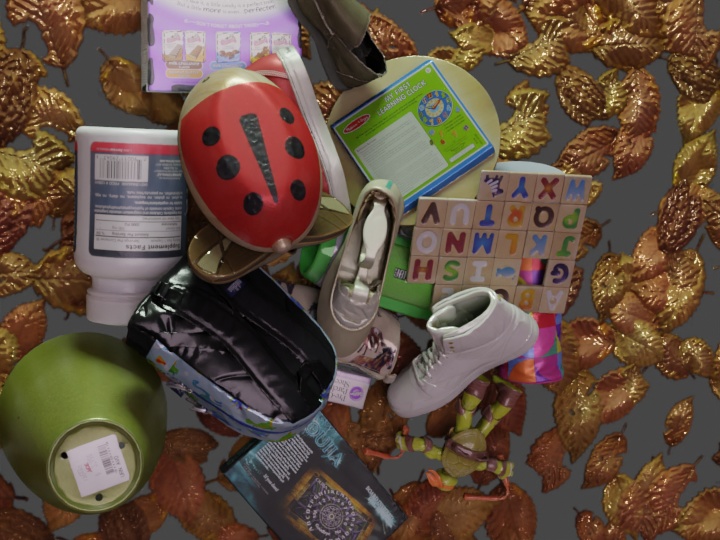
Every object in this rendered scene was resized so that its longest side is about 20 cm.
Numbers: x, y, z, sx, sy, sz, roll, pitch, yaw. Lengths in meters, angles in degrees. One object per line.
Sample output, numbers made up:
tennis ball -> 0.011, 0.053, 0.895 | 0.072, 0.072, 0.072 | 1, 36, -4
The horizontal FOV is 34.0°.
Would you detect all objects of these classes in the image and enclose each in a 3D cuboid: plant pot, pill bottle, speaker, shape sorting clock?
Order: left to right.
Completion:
plant pot -> -0.279, 0.172, 1.213 | 0.186, 0.200, 0.189 | -2, 97, -16
pill bottle -> -0.242, -0.048, 1.241 | 0.119, 0.120, 0.202 | 1, 97, -17
speaker -> 0.034, 0.000, 1.349 | 0.199, 0.088, 0.089 | 17, 91, -18
shape sorting clock -> 0.058, -0.146, 1.323 | 0.198, 0.039, 0.202 | -1, 79, 6

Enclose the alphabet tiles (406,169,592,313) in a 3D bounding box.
alphabet tiles -> 0.152, -0.030, 1.311 | 0.198, 0.008, 0.168 | 1, 113, -16

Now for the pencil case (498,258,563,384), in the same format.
pencil case -> 0.204, 0.034, 1.407 | 0.088, 0.088, 0.202 | -2, 99, -16

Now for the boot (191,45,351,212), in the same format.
boot -> -0.099, -0.120, 1.255 | 0.143, 0.072, 0.201 | -25, 113, -3

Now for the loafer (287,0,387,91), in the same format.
loafer -> -0.021, -0.277, 1.262 | 0.200, 0.069, 0.076 | 59, 41, -49

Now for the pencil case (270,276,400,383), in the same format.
pencil case -> -0.047, 0.068, 1.334 | 0.199, 0.078, 0.090 | 16, 72, -18

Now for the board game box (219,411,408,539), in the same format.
board game box -> -0.052, 0.262, 1.383 | 0.135, 0.028, 0.200 | -40, 105, -9

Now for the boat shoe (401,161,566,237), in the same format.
boat shoe -> 0.142, -0.066, 1.357 | 0.200, 0.075, 0.087 | -9, 133, 0

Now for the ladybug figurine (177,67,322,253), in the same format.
ladybug figurine -> -0.104, -0.112, 1.143 | 0.135, 0.072, 0.201 | -20, 76, -17

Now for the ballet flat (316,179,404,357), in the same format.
ballet flat -> 0.000, 0.000, 1.260 | 0.069, 0.069, 0.202 | 13, 95, -18

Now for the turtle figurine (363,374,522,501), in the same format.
turtle figurine -> 0.116, 0.198, 1.394 | 0.199, 0.064, 0.162 | 21, 101, -16

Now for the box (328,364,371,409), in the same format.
box -> -0.087, 0.115, 1.349 | 0.199, 0.039, 0.042 | 16, 94, -18

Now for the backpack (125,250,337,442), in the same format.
backpack -> -0.118, 0.082, 1.199 | 0.199, 0.154, 0.164 | 29, 54, 8

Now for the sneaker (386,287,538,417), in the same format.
sneaker -> 0.089, 0.086, 1.327 | 0.199, 0.074, 0.115 | -35, 138, 18

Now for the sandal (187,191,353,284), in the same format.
sandal -> -0.095, -0.032, 1.192 | 0.199, 0.054, 0.080 | -29, 67, -37

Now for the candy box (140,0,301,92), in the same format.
candy box -> -0.150, -0.291, 1.264 | 0.166, 0.072, 0.202 | -1, 98, -16
